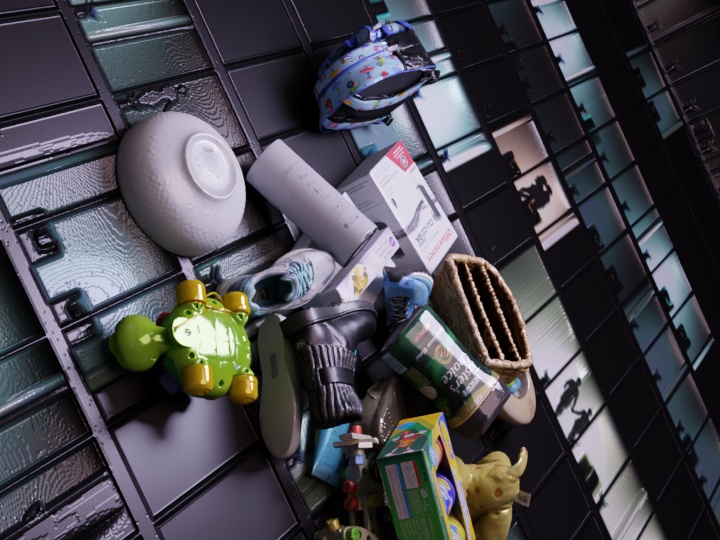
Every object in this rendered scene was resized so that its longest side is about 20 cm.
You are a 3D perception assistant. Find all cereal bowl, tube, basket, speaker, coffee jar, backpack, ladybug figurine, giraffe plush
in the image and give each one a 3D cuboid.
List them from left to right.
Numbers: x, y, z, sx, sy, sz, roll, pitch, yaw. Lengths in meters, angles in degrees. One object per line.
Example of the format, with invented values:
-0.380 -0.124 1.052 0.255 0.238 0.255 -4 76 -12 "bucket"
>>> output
-0.226 -0.125 1.464 0.199 0.083 0.203 28 52 -41 "cereal bowl"
-0.073 -0.099 1.595 0.199 0.081 0.081 41 38 3 "speaker"
-0.038 0.206 1.566 0.077 0.050 0.203 32 53 -43 "tube"
0.003 -0.316 1.799 0.198 0.182 0.136 -24 82 -43 "backpack"
0.131 0.155 1.642 0.200 0.085 0.104 44 60 -2 "coffee jar"
0.154 0.337 1.673 0.159 0.200 0.175 16 66 -8 "giraffe plush"
0.207 0.079 1.770 0.140 0.149 0.203 -10 66 -20 "basket"
0.237 0.185 1.899 0.202 0.071 0.136 61 37 -8 "ladybug figurine"

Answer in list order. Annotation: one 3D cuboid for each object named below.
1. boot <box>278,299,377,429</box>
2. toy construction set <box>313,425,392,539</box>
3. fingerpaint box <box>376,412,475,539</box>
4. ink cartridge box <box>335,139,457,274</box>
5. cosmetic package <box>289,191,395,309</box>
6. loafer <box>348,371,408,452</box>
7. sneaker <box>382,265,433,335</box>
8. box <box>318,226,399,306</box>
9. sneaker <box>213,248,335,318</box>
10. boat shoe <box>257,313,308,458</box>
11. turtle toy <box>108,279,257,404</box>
-0.023 0.133 1.504 0.210 0.079 0.160 -6 68 -56 "boot"
-0.010 0.315 1.496 0.130 0.091 0.204 12 82 -46 "toy construction set"
0.097 0.324 1.527 0.167 0.072 0.204 -35 111 -73 "fingerpaint box"
0.064 -0.093 1.825 0.202 0.083 0.145 58 35 -13 "ink cartridge box"
-0.034 -0.003 1.677 0.152 0.051 0.201 53 38 -16 "cosmetic package"
0.026 0.209 1.622 0.200 0.066 0.077 -50 128 -71 "loafer"
0.074 0.061 1.716 0.201 0.077 0.091 65 36 -60 "sneaker"
0.000 0.000 1.644 0.039 0.041 0.200 58 36 -14 "box"
-0.101 0.023 1.505 0.198 0.086 0.079 -26 101 -37 "sneaker"
-0.099 0.161 1.495 0.068 0.072 0.203 22 46 -44 "boat shoe"
-0.215 0.095 1.342 0.198 0.100 0.148 18 56 -46 "turtle toy"
